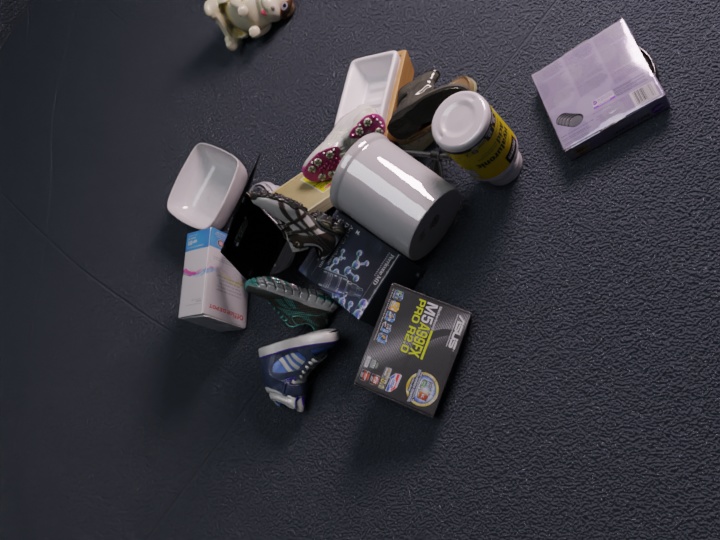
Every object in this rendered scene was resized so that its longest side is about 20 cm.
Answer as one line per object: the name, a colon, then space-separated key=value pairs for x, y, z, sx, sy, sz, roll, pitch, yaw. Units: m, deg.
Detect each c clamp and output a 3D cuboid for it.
c clamp: x=0.104 y=-0.213 z=1.476 sx=0.198 sy=0.027 sz=0.173 roll=6 pitch=109 yaw=39

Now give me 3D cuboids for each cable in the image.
cable: x=-0.203 y=-0.093 z=1.616 sx=0.199 sy=0.068 sz=0.203 roll=-13 pitch=76 yaw=58

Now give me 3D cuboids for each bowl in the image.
bowl: x=-0.368 y=-0.196 z=1.808 sx=0.199 sy=0.074 sz=0.202 roll=27 pitch=89 yaw=38

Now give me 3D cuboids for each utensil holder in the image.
utensil holder: x=0.068 y=-0.141 z=1.403 sx=0.199 sy=0.170 sz=0.171 roll=36 pitch=95 yaw=22

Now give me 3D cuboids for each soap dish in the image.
soap dish: x=0.031 y=-0.359 z=1.571 sx=0.156 sy=0.081 sz=0.203 roll=2 pitch=75 yaw=45

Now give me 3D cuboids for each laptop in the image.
laptop: x=-0.214 y=-0.100 z=1.551 sx=0.200 sy=0.116 sz=0.188 roll=45 pitch=134 yaw=12

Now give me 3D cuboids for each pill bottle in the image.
pill bottle: x=0.219 y=-0.230 z=1.328 sx=0.110 sy=0.199 sz=0.113 roll=-12 pitch=67 yaw=31

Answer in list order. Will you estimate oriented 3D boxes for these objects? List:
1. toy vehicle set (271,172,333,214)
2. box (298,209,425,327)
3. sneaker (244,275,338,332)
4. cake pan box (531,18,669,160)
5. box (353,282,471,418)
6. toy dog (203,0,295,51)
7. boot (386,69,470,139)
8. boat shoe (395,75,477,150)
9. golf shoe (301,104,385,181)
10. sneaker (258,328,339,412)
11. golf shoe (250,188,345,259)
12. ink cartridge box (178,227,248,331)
toy vehicle set: x=-0.075 y=-0.179 z=1.518 sx=0.199 sy=0.027 sz=0.124 roll=-36 pitch=44 yaw=-20
box: x=0.000 y=0.000 z=1.459 sx=0.199 sy=0.107 sz=0.149 roll=36 pitch=94 yaw=37
sneaker: x=-0.147 y=0.075 z=1.501 sx=0.078 sy=0.198 sz=0.092 roll=-120 pitch=49 yaw=-75
cake pan box: x=0.426 y=-0.325 z=1.312 sx=0.199 sy=0.052 sz=0.186 roll=-30 pitch=61 yaw=23
box: x=0.096 y=0.144 z=1.341 sx=0.158 sy=0.044 sz=0.202 roll=21 pitch=86 yaw=13
toy dog: x=-0.263 y=-0.673 z=1.885 sx=0.198 sy=0.141 sz=0.194 roll=-5 pitch=34 yaw=35
boot: x=0.134 y=-0.344 z=1.417 sx=0.199 sy=0.068 sz=0.132 roll=-18 pitch=45 yaw=43
boat shoe: x=0.152 y=-0.320 z=1.492 sx=0.200 sy=0.066 sz=0.074 roll=-46 pitch=54 yaw=13
golf shoe: x=-0.038 y=-0.259 z=1.491 sx=0.199 sy=0.075 sz=0.092 roll=-35 pitch=41 yaw=13
sneaker: x=-0.112 y=0.207 z=1.481 sx=0.198 sy=0.080 sz=0.148 roll=-16 pitch=89 yaw=28
golf shoe: x=-0.127 y=-0.086 z=1.395 sx=0.095 sy=0.198 sz=0.078 roll=-64 pitch=20 yaw=4
ink cartridge box: x=-0.324 y=0.025 z=1.652 sx=0.084 sy=0.144 sz=0.203 roll=-11 pitch=67 yaw=31
